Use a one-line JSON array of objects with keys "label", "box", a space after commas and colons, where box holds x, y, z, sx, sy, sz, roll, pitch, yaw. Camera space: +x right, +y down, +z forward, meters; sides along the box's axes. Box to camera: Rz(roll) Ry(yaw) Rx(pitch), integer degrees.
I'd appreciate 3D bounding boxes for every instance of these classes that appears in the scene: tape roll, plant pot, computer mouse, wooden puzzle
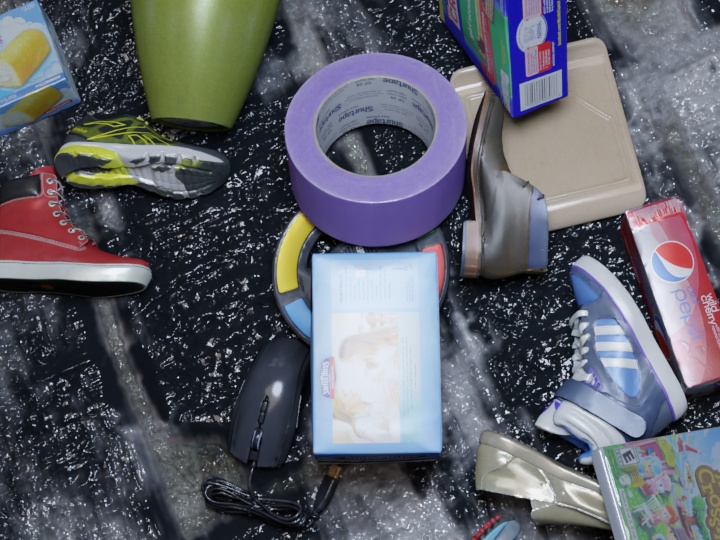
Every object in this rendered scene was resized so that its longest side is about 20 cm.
[{"label": "tape roll", "box": [0.017, -0.133, 1.476, 0.196, 0.085, 0.203, -1, 58, 1]}, {"label": "plant pot", "box": [-0.180, -0.264, 1.529, 0.184, 0.187, 0.204, 5, 88, 8]}, {"label": "computer mouse", "box": [-0.078, 0.173, 1.435, 0.139, 0.046, 0.202, 20, 76, 12]}, {"label": "wooden puzzle", "box": [0.207, -0.144, 1.512, 0.182, 0.037, 0.203, -13, 77, 3]}]

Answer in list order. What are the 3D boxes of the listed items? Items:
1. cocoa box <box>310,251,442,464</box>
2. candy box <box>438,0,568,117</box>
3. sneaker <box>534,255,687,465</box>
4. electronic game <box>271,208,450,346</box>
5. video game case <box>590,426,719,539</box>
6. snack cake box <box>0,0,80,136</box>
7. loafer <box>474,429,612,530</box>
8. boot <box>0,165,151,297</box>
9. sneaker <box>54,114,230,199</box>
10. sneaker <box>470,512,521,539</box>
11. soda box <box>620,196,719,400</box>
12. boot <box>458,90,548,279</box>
[{"label": "cocoa box", "box": [0.015, 0.091, 1.375, 0.131, 0.131, 0.204, -1, 79, -1]}, {"label": "candy box", "box": [0.149, -0.297, 1.459, 0.076, 0.170, 0.201, -19, 48, -8]}, {"label": "sneaker", "box": [0.231, 0.101, 1.405, 0.145, 0.081, 0.202, -29, 77, -8]}, {"label": "electronic game", "box": [0.000, 0.000, 1.483, 0.196, 0.042, 0.203, -2, 72, 6]}, {"label": "video game case", "box": [0.331, 0.261, 1.334, 0.179, 0.022, 0.203, -5, 70, -26]}, {"label": "snack cake box", "box": [-0.442, -0.219, 1.586, 0.198, 0.067, 0.116, -24, 72, -2]}, {"label": "loafer", "box": [0.202, 0.231, 1.375, 0.198, 0.076, 0.069, 26, 87, 10]}, {"label": "boot", "box": [-0.322, -0.048, 1.520, 0.197, 0.073, 0.147, 4, 72, 11]}, {"label": "sneaker", "box": [-0.244, -0.140, 1.536, 0.196, 0.075, 0.086, 6, 53, -3]}, {"label": "sneaker", "box": [0.124, 0.344, 1.355, 0.094, 0.079, 0.202, 26, 85, 4]}, {"label": "soda box", "box": [0.335, 0.029, 1.422, 0.062, 0.070, 0.203, -16, 72, 2]}, {"label": "boot", "box": [0.160, -0.088, 1.454, 0.095, 0.075, 0.204, 6, 89, 0]}]
